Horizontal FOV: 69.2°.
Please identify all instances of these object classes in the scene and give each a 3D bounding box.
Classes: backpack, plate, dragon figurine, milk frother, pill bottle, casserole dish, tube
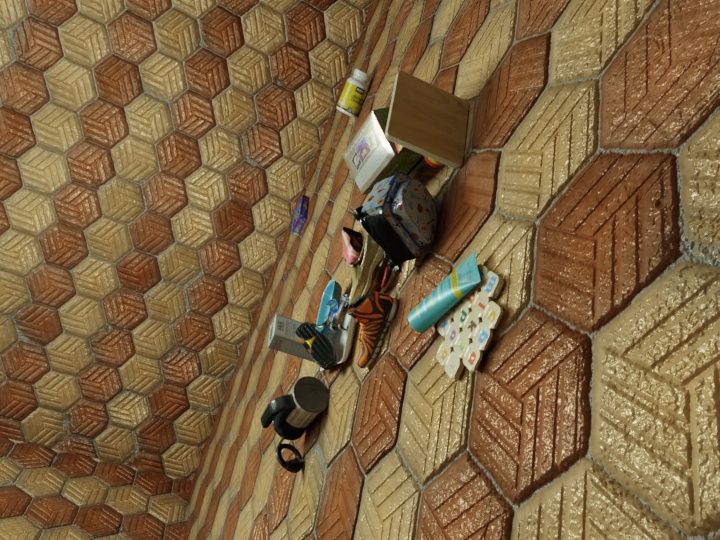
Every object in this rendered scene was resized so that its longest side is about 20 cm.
[{"bbox_3d":[0.096,-0.138,1.247,0.152,0.201,0.193,-18,37,28],"label":"backpack"},{"bbox_3d":[-0.058,0.198,1.583,0.200,0.032,0.204,-37,37,60],"label":"plate"},{"bbox_3d":[-0.072,0.124,1.545,0.199,0.058,0.101,-22,47,57],"label":"dragon figurine"},{"bbox_3d":[-0.181,0.460,1.551,0.201,0.179,0.189,52,133,18],"label":"milk frother"},{"bbox_3d":[-0.029,-0.840,2.474,0.203,0.110,0.112,-65,18,17],"label":"pill bottle"},{"bbox_3d":[-0.101,0.126,1.681,0.121,0.038,0.204,133,153,-54],"label":"casserole dish"},{"bbox_3d":[0.167,0.050,1.019,0.201,0.050,0.079,-50,31,39],"label":"tube"}]

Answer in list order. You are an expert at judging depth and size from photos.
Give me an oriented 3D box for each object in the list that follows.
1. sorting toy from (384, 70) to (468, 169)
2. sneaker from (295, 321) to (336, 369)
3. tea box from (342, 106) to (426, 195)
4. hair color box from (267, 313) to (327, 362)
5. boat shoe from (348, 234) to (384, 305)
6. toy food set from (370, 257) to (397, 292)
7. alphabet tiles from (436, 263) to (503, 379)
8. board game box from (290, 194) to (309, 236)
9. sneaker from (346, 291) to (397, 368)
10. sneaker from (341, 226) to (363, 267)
[{"bbox_3d":[0.154,-0.351,1.264,0.070,0.196,0.203,135,150,-59],"label":"sorting toy"},{"bbox_3d":[-0.120,0.238,1.570,0.070,0.091,0.200,-38,44,-10],"label":"sneaker"},{"bbox_3d":[0.088,-0.326,1.387,0.136,0.194,0.200,63,148,10],"label":"tea box"},{"bbox_3d":[-0.196,0.224,1.691,0.061,0.196,0.100,-57,21,31],"label":"hair color box"},{"bbox_3d":[0.000,0.000,1.391,0.204,0.075,0.072,-69,18,6],"label":"boat shoe"},{"bbox_3d":[0.058,-0.020,1.441,0.201,0.048,0.201,-52,26,44],"label":"toy food set"},{"bbox_3d":[0.198,0.092,0.957,0.196,0.014,0.204,-124,56,-72],"label":"alphabet tiles"},{"bbox_3d":[-0.341,-0.313,2.954,0.135,0.044,0.203,-56,23,38],"label":"board game box"},{"bbox_3d":[0.006,0.142,1.318,0.204,0.110,0.078,-67,18,8],"label":"sneaker"},{"bbox_3d":[-0.039,-0.078,1.756,0.201,0.072,0.088,-104,37,-60],"label":"sneaker"}]
